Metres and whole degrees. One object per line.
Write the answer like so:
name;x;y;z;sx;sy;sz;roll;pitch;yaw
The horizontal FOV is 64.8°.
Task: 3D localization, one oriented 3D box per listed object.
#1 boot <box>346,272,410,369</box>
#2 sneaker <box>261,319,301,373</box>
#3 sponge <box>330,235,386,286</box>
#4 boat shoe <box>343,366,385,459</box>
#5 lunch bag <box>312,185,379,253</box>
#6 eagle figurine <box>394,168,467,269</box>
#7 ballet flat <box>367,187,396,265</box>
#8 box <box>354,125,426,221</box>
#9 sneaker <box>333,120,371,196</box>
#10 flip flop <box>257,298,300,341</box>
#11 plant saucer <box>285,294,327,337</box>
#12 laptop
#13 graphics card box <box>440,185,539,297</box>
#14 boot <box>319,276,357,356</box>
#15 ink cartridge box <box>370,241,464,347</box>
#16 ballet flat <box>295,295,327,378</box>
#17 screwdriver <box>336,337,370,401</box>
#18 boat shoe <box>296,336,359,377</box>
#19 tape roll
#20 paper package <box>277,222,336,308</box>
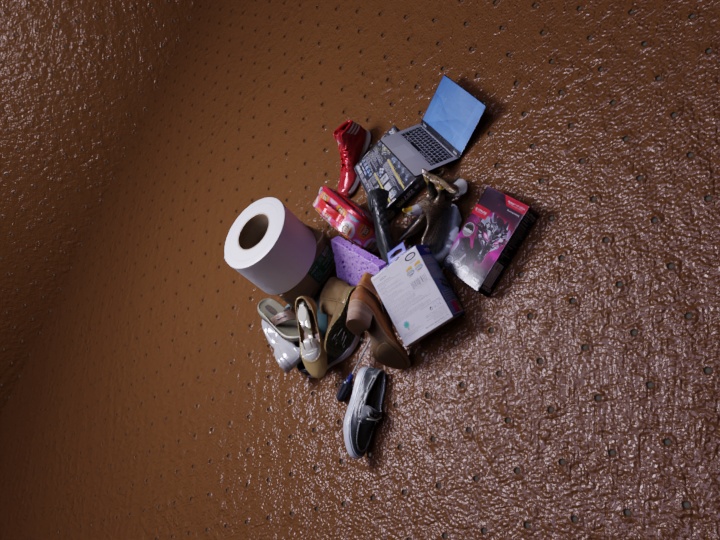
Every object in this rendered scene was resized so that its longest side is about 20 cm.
boot;0.055;0.110;1.268;0.073;0.200;0.157;-26;29;33
sneaker;-0.194;0.176;1.485;0.088;0.076;0.201;-37;44;-1
sponge;0.000;0.000;1.392;0.198;0.029;0.114;32;138;46
boat shoe;0.013;0.313;1.261;0.070;0.071;0.206;-12;63;44
lunch bag;-0.034;-0.131;1.422;0.083;0.174;0.200;-55;45;9
eagle figurine;0.157;-0.122;1.291;0.153;0.146;0.205;-66;-15;-59
ballet flat;0.061;-0.100;1.323;0.067;0.055;0.206;122;138;-70
box;0.077;-0.250;1.458;0.161;0.048;0.203;-45;47;23
sneaker;-0.047;-0.314;1.556;0.077;0.114;0.206;3;75;43
flip flop;-0.195;0.117;1.461;0.198;0.080;0.059;32;137;35
plant saucer;-0.170;0.155;1.534;0.197;0.036;0.206;-20;59;38
laptop;0.167;-0.349;1.360;0.196;0.118;0.188;-23;46;-14
graphics card box;0.268;-0.063;1.191;0.125;0.050;0.203;39;102;45
boot;-0.061;0.108;1.385;0.179;0.065;0.199;-62;21;-7
ink cartridge box;0.114;0.038;1.226;0.135;0.076;0.204;-34;78;27
ballet flat;-0.127;0.157;1.367;0.067;0.063;0.205;-19;67;11
screwdriver;-0.015;0.226;1.318;0.028;0.028;0.204;-76;6;-63
boat shoe;-0.084;0.196;1.410;0.199;0.065;0.071;-39;50;26
tape roll;-0.228;-0.061;1.437;0.198;0.139;0.208;-19;51;25
paper package;-0.175;-0.018;1.539;0.189;0.103;0.202;29;80;45
